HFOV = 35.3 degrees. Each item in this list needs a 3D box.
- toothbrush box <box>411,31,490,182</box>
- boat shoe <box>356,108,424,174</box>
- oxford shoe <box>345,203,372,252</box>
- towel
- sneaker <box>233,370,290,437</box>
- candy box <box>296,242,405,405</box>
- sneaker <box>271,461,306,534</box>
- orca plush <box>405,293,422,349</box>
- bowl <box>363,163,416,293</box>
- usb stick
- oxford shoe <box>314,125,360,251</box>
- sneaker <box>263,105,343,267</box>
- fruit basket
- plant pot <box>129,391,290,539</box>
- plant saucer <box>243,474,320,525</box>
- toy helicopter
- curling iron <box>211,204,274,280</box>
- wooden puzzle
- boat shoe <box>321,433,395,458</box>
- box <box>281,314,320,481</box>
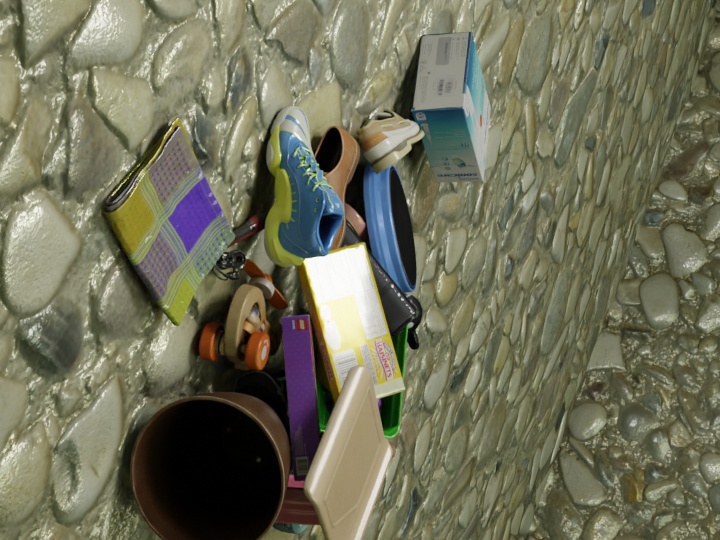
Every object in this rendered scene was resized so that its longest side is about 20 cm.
[{"bbox_3d":[0.146,-0.253,1.781,0.201,0.084,0.148,65,29,-57],"label":"toothbrush box"},{"bbox_3d":[0.042,-0.199,1.636,0.069,0.074,0.200,55,16,-8],"label":"boat shoe"},{"bbox_3d":[-0.018,-0.021,1.657,0.074,0.071,0.201,-43,146,-11],"label":"oxford shoe"},{"bbox_3d":[-0.205,-0.051,1.246,0.144,0.022,0.201,-58,147,-32],"label":"towel"},{"bbox_3d":[-0.123,0.172,1.559,0.201,0.070,0.084,68,21,-56],"label":"sneaker"},{"bbox_3d":[-0.013,0.072,1.470,0.101,0.026,0.203,-13,86,-35],"label":"candy box"},{"bbox_3d":[-0.079,0.297,1.680,0.202,0.085,0.078,-67,155,-14],"label":"sneaker"},{"bbox_3d":[0.053,0.110,1.752,0.200,0.071,0.105,-50,180,39],"label":"orca plush"},{"bbox_3d":[0.047,-0.059,1.674,0.200,0.039,0.204,-10,90,-79],"label":"bowl"},{"bbox_3d":[0.000,0.000,1.547,0.055,0.201,0.033,-39,176,14],"label":"usb stick"},{"bbox_3d":[-0.054,-0.096,1.504,0.071,0.070,0.203,43,56,-69],"label":"oxford shoe"},{"bbox_3d":[-0.061,-0.105,1.405,0.075,0.104,0.204,6,86,-59],"label":"sneaker"},{"bbox_3d":[-0.005,0.127,1.583,0.215,0.153,0.219,-172,-90,-73],"label":"fruit basket"},{"bbox_3d":[-0.157,0.226,1.384,0.200,0.184,0.190,-29,133,-78],"label":"plant pot"},{"bbox_3d":[-0.083,0.311,1.536,0.200,0.197,0.052,16,76,-66],"label":"plant saucer"},{"bbox_3d":[-0.134,0.065,1.458,0.200,0.078,0.134,50,50,-74],"label":"toy helicopter"},{"bbox_3d":[-0.129,-0.049,1.420,0.200,0.025,0.050,-48,125,-46],"label":"curling iron"},{"bbox_3d":[-0.017,0.244,1.407,0.201,0.037,0.187,72,33,-49],"label":"wooden puzzle"},{"bbox_3d":[-0.012,0.272,1.699,0.071,0.199,0.074,11,84,-24],"label":"boat shoe"},{"bbox_3d":[-0.074,0.166,1.450,0.137,0.038,0.204,106,-20,-80],"label":"box"}]
